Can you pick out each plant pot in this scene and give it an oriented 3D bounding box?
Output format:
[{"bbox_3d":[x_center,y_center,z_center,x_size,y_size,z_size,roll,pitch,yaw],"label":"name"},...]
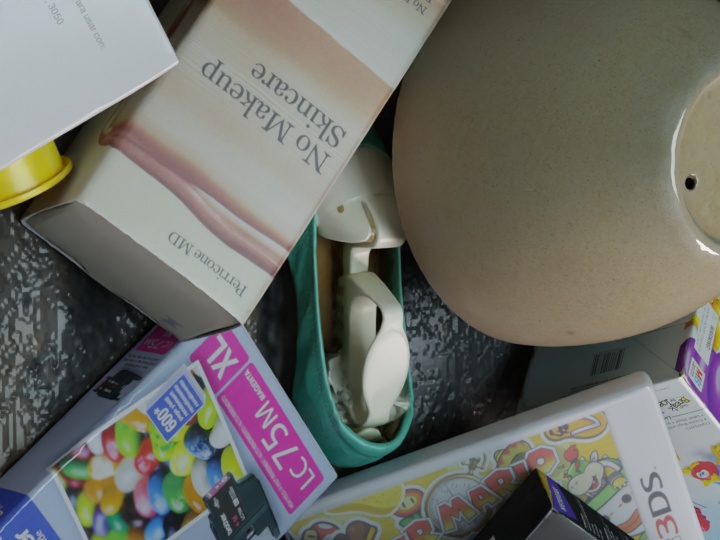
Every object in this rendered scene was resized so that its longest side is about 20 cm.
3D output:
[{"bbox_3d":[0.133,-0.057,1.345,0.200,0.134,0.201,-4,97,-38],"label":"plant pot"}]

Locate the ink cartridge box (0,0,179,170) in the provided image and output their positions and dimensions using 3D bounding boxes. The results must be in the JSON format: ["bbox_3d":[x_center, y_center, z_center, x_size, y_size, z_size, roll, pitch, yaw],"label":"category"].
[{"bbox_3d":[-0.188,-0.079,1.139,0.200,0.145,0.085,-32,110,-7],"label":"ink cartridge box"}]

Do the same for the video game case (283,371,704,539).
[{"bbox_3d":[0.080,0.165,1.435,0.200,0.023,0.182,-20,111,2],"label":"video game case"}]

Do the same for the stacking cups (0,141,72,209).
[{"bbox_3d":[-0.191,-0.123,1.233,0.060,0.060,0.200,-34,113,-31],"label":"stacking cups"}]

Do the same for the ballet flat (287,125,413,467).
[{"bbox_3d":[0.000,0.000,1.392,0.067,0.070,0.200,-10,101,-38],"label":"ballet flat"}]

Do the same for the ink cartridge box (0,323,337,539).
[{"bbox_3d":[-0.109,0.120,1.338,0.200,0.042,0.119,-44,120,-25],"label":"ink cartridge box"}]

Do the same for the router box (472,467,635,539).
[{"bbox_3d":[0.087,0.223,1.417,0.157,0.052,0.200,37,101,-18],"label":"router box"}]

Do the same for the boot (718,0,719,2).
[{"bbox_3d":[0.257,-0.130,1.593,0.131,0.068,0.200,-44,122,-33],"label":"boot"}]

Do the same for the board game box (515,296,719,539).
[{"bbox_3d":[0.188,0.092,1.515,0.200,0.105,0.103,49,41,-32],"label":"board game box"}]

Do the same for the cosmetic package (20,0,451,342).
[{"bbox_3d":[-0.056,-0.078,1.312,0.103,0.087,0.200,36,71,-16],"label":"cosmetic package"}]
